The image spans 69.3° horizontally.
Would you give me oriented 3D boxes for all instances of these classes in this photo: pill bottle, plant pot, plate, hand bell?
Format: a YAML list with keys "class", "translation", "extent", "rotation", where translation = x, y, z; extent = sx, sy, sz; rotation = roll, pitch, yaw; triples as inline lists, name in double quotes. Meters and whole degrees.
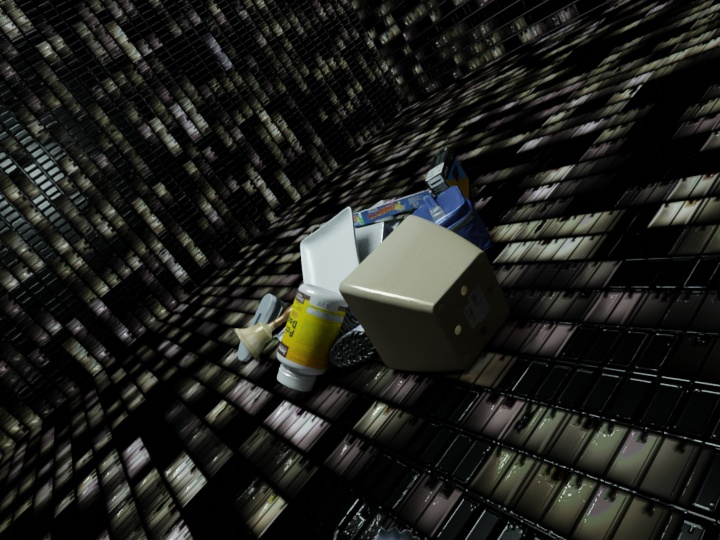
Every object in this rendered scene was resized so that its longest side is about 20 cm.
- class: "pill bottle"
  translation: [-0.103, 0.136, 1.061]
  extent: [0.109, 0.108, 0.202]
  rotation: [23, 95, 69]
- class: "plant pot"
  translation: [0.121, 0.050, 0.856]
  extent: [0.200, 0.201, 0.176]
  rotation: [-44, 30, -22]
- class: "plate"
  translation: [-0.064, -0.014, 1.200]
  extent: [0.199, 0.032, 0.202]
  rotation: [-30, 59, 41]
- class: "hand bell"
  translation: [-0.223, 0.139, 1.383]
  extent: [0.199, 0.105, 0.104]
  rotation: [-37, 18, -12]

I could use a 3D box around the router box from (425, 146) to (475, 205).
- class: "router box"
  translation: [0.236, -0.216, 1.338]
  extent: [0.051, 0.150, 0.201]
  rotation: [-26, 21, 28]

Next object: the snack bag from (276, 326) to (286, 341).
- class: "snack bag"
  translation: [-0.134, 0.129, 1.345]
  extent: [0.189, 0.021, 0.200]
  rotation: [-46, 19, -8]

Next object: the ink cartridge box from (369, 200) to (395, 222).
- class: "ink cartridge box"
  translation: [0.034, -0.131, 1.573]
  extent: [0.146, 0.086, 0.200]
  rotation: [-34, 13, 8]

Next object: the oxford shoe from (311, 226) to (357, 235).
- class: "oxford shoe"
  translation: [-0.052, -0.089, 1.346]
  extent: [0.198, 0.058, 0.075]
  rotation: [0, 43, 34]

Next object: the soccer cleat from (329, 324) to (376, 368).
- class: "soccer cleat"
  translation: [0.025, 0.126, 1.047]
  extent: [0.199, 0.068, 0.073]
  rotation: [-38, -1, 2]

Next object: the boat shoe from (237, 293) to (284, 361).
- class: "boat shoe"
  translation: [-0.276, 0.168, 1.470]
  extent: [0.073, 0.068, 0.201]
  rotation: [4, 68, 48]

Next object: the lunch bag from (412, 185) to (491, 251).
- class: "lunch bag"
  translation: [0.195, -0.106, 1.171]
  extent: [0.135, 0.133, 0.200]
  rotation: [-32, 19, 12]

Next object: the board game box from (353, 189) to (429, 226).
- class: "board game box"
  translation: [0.071, -0.161, 1.374]
  extent: [0.198, 0.035, 0.135]
  rotation: [-20, 7, -19]

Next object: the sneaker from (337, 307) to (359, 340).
- class: "sneaker"
  translation: [-0.006, 0.084, 1.091]
  extent: [0.200, 0.071, 0.080]
  rotation: [-49, -19, 13]

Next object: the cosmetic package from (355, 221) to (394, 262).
- class: "cosmetic package"
  translation: [0.000, 0.000, 1.215]
  extent: [0.150, 0.052, 0.202]
  rotation: [-10, 65, 36]

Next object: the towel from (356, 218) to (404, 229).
- class: "towel"
  translation: [0.029, -0.037, 1.345]
  extent: [0.164, 0.086, 0.201]
  rotation: [-3, 45, 36]

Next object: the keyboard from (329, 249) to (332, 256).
- class: "keyboard"
  translation: [-0.109, 0.022, 1.312]
  extent: [0.127, 0.020, 0.202]
  rotation: [-125, 52, -68]

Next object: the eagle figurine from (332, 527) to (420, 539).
- class: "eagle figurine"
  translation: [-0.027, 0.355, 0.514]
  extent: [0.151, 0.152, 0.199]
  rotation: [30, 24, 29]

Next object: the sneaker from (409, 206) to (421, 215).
- class: "sneaker"
  translation: [0.171, -0.141, 1.377]
  extent: [0.078, 0.086, 0.200]
  rotation: [-30, 18, 18]
